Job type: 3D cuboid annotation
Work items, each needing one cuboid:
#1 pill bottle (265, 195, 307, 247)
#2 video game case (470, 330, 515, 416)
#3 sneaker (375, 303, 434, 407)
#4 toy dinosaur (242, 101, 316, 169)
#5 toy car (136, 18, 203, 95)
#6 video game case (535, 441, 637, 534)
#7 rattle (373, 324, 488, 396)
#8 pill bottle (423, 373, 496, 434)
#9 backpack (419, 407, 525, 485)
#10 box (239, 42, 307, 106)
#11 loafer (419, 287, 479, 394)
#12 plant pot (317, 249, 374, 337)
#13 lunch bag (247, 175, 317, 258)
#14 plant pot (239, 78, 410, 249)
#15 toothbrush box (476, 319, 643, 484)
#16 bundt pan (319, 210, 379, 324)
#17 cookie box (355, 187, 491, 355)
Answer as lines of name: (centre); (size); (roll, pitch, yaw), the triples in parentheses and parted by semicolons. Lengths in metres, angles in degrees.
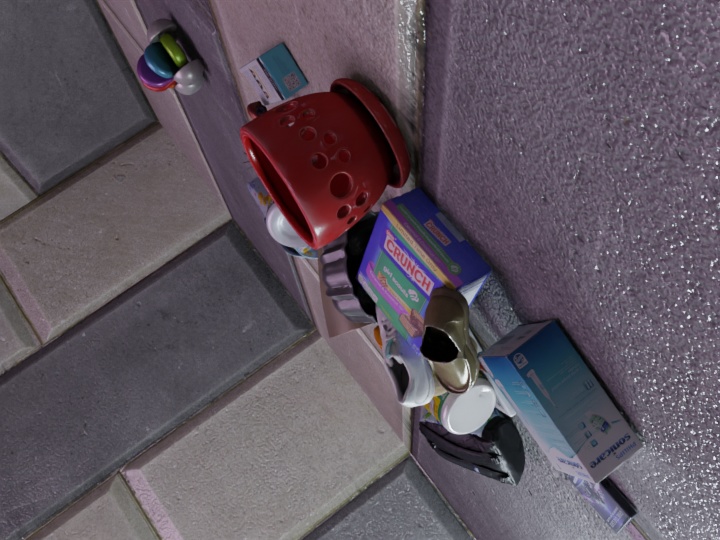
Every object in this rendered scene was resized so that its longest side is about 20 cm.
pill bottle: (-0.119, -0.142, 1.574); (0.200, 0.112, 0.112); (-91, -22, -53)
video game case: (0.199, 0.165, 1.522); (0.200, 0.023, 0.182); (57, 169, -17)
sneaker: (0.061, 0.118, 1.302); (0.088, 0.075, 0.201); (4, -115, -58)
toy dinosaur: (-0.122, -0.243, 1.483); (0.200, 0.105, 0.182); (-21, 118, 44)
toy car: (-0.499, -0.527, 2.093); (0.175, 0.150, 0.200); (56, 169, -4)
video game case: (0.362, 0.332, 1.335); (0.200, 0.019, 0.143); (49, 168, 26)
rattle: (0.134, 0.124, 1.337); (0.143, 0.130, 0.200); (58, 159, -9)
pill bottle: (0.146, 0.198, 1.492); (0.200, 0.113, 0.113); (42, 164, 51)
backpack: (0.213, 0.320, 1.607); (0.200, 0.154, 0.163); (-3, 135, 34)
box: (-0.156, -0.341, 1.441); (0.082, 0.049, 0.200); (57, 169, -17)
loafer: (0.118, 0.111, 1.153); (0.076, 0.067, 0.200); (14, 138, 32)
plant pot: (-0.007, 0.004, 1.570); (0.187, 0.187, 0.201); (146, 104, -79)
lunch bag: (-0.158, -0.124, 1.920); (0.170, 0.127, 0.200); (50, 175, 36)
plant pot: (-0.045, -0.160, 1.154); (0.201, 0.182, 0.200); (51, 169, 14)
toothbrush box: (0.261, 0.173, 1.099); (0.200, 0.085, 0.146); (56, 170, 2)
bundt pan: (0.000, 0.000, 1.407); (0.076, 0.202, 0.202); (-13, 120, 32)
cookie box: (0.087, 0.004, 1.228); (0.171, 0.075, 0.200); (51, 149, 20)
